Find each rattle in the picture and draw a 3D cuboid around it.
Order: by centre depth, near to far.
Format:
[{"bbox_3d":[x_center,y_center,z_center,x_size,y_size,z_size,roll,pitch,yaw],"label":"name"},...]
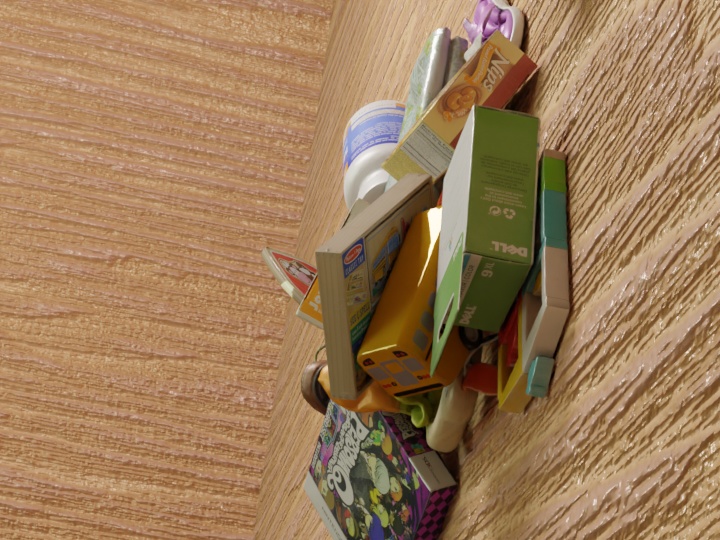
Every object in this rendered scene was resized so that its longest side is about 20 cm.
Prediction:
[{"bbox_3d":[0.050,0.083,1.489,0.131,0.142,0.200,-61,0,-4],"label":"rattle"}]

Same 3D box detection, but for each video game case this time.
[{"bbox_3d":[0.015,0.209,1.640,0.182,0.036,0.201,56,143,36],"label":"video game case"}]

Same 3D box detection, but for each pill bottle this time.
[{"bbox_3d":[0.034,-0.112,1.984,0.201,0.111,0.113,-91,14,-61],"label":"pill bottle"}]

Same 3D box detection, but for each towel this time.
[{"bbox_3d":[0.066,-0.140,1.802,0.171,0.048,0.202,118,163,-75],"label":"towel"}]

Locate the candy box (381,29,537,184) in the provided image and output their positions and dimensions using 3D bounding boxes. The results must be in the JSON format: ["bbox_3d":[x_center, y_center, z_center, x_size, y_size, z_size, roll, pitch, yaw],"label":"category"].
[{"bbox_3d":[0.090,-0.145,1.611,0.116,0.055,0.200,-51,2,-13],"label":"candy box"}]

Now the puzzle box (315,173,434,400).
[{"bbox_3d":[0.020,0.009,1.463,0.200,0.025,0.134,-43,-49,-56],"label":"puzzle box"}]

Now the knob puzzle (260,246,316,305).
[{"bbox_3d":[-0.022,0.031,1.855,0.031,0.219,0.220,-53,13,12],"label":"knob puzzle"}]

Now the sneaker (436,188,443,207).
[{"bbox_3d":[0.090,-0.022,1.628,0.077,0.072,0.201,-73,8,-55],"label":"sneaker"}]

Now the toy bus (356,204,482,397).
[{"bbox_3d":[0.068,0.014,1.441,0.065,0.078,0.201,-19,38,43],"label":"toy bus"}]

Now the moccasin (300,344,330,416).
[{"bbox_3d":[-0.013,0.122,1.789,0.201,0.077,0.074,4,-81,-63],"label":"moccasin"}]

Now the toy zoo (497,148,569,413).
[{"bbox_3d":[0.136,0.019,1.336,0.132,0.020,0.201,108,170,-48],"label":"toy zoo"}]

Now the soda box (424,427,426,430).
[{"bbox_3d":[0.049,0.110,1.723,0.068,0.063,0.202,-144,64,-82],"label":"soda box"}]

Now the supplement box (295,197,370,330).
[{"bbox_3d":[0.000,0.000,1.666,0.127,0.073,0.200,-62,0,3],"label":"supplement box"}]

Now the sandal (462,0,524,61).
[{"bbox_3d":[0.124,-0.235,1.699,0.203,0.049,0.083,-100,22,-70],"label":"sandal"}]

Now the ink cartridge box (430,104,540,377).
[{"bbox_3d":[0.100,-0.020,1.355,0.104,0.059,0.202,110,169,-55],"label":"ink cartridge box"}]
